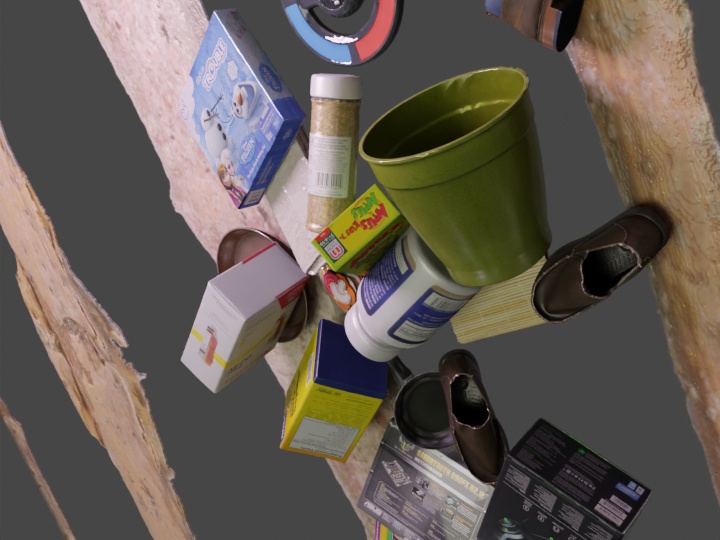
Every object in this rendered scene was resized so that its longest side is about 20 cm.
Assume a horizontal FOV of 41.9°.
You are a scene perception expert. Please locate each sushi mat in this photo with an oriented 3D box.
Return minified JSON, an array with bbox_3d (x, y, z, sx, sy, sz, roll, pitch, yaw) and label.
[{"bbox_3d":[0.180,0.036,1.208,0.199,0.012,0.096,-21,98,48],"label":"sushi mat"}]

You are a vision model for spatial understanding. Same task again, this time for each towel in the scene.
[{"bbox_3d":[-0.084,-0.102,1.335,0.132,0.034,0.201,-42,72,48],"label":"towel"}]

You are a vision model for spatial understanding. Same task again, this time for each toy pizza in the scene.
[{"bbox_3d":[0.000,0.000,1.344,0.199,0.032,0.202,23,129,32],"label":"toy pizza"}]

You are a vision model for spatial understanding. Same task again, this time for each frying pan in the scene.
[{"bbox_3d":[0.071,0.178,1.326,0.189,0.031,0.116,29,100,-5],"label":"frying pan"}]

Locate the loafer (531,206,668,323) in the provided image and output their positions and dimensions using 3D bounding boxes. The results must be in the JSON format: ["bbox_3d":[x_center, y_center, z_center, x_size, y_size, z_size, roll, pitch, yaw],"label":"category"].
[{"bbox_3d":[0.253,0.002,1.054,0.073,0.071,0.200,44,137,3],"label":"loafer"}]

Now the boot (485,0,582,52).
[{"bbox_3d":[0.178,-0.325,0.937,0.096,0.075,0.202,27,133,26],"label":"boot"}]

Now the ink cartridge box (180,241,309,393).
[{"bbox_3d":[-0.177,0.073,1.426,0.083,0.145,0.201,42,137,13],"label":"ink cartridge box"}]

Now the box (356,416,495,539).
[{"bbox_3d":[0.104,0.332,1.398,0.199,0.048,0.160,28,108,28],"label":"box"}]

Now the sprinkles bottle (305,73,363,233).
[{"bbox_3d":[-0.035,-0.150,1.215,0.068,0.068,0.202,14,106,38],"label":"sprinkles bottle"}]

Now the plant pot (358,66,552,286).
[{"bbox_3d":[0.126,-0.094,1.063,0.199,0.200,0.194,0,126,43],"label":"plant pot"}]

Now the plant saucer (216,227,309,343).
[{"bbox_3d":[-0.149,0.019,1.498,0.199,0.034,0.202,24,129,33],"label":"plant saucer"}]

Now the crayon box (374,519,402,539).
[{"bbox_3d":[0.106,0.460,1.510,0.171,0.058,0.202,23,128,30],"label":"crayon box"}]

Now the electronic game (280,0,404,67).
[{"bbox_3d":[-0.028,-0.348,1.146,0.199,0.041,0.202,23,128,32],"label":"electronic game"}]

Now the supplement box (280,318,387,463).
[{"bbox_3d":[-0.041,0.183,1.411,0.108,0.110,0.201,15,136,-12],"label":"supplement box"}]

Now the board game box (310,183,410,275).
[{"bbox_3d":[0.010,-0.046,1.166,0.101,0.200,0.048,-41,83,6],"label":"board game box"}]

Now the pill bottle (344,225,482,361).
[{"bbox_3d":[0.065,0.030,1.219,0.120,0.119,0.200,49,132,8],"label":"pill bottle"}]

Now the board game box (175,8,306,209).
[{"bbox_3d":[-0.176,-0.226,1.336,0.200,0.043,0.200,57,141,18],"label":"board game box"}]

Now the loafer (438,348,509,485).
[{"bbox_3d":[0.151,0.210,1.281,0.072,0.071,0.202,-21,102,9],"label":"loafer"}]

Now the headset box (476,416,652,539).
[{"bbox_3d":[0.264,0.331,1.251,0.173,0.093,0.202,32,133,25],"label":"headset box"}]
